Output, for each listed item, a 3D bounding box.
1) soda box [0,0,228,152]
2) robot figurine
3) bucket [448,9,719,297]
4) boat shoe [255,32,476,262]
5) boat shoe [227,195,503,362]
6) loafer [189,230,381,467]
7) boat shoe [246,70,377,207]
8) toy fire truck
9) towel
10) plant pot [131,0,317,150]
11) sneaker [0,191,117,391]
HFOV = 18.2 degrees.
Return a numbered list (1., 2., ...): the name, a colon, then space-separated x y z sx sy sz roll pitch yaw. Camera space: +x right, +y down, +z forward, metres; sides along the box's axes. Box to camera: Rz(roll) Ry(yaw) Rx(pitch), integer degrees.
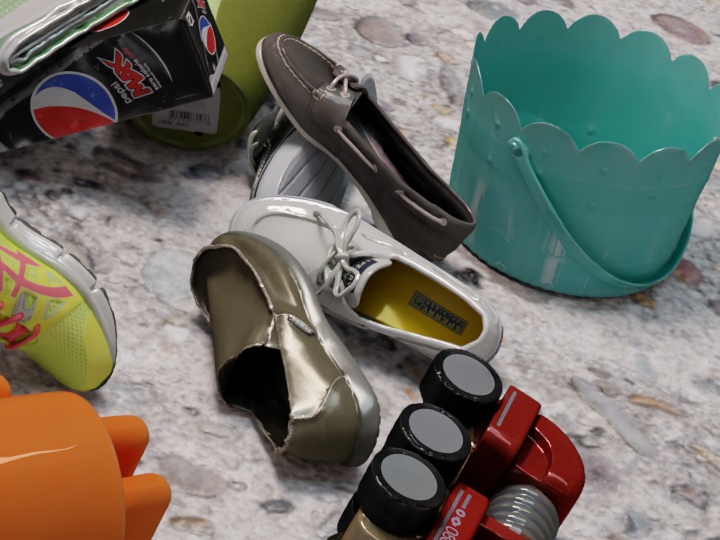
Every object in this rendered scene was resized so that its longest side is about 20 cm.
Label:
1. soda box: -0.196 -0.137 1.548 0.198 0.064 0.071 -13 29 16
2. robot figurine: -0.202 0.127 1.186 0.198 0.145 0.116 -5 3 -30
3. bucket: 0.162 -0.084 1.640 0.205 0.136 0.208 10 33 -7
4. boat shoe: 0.008 -0.093 1.567 0.201 0.057 0.067 52 33 -10
5. boat shoe: -0.002 0.005 1.473 0.201 0.075 0.086 29 -5 11
6. loafer: -0.060 0.045 1.407 0.069 0.076 0.200 -4 38 -35
7. boat shoe: -0.047 -0.081 1.622 0.070 0.073 0.200 1 29 21
8. toy fire truck: 0.098 0.150 1.293 0.199 0.129 0.176 32 34 3
9. towel: -0.243 -0.209 1.568 0.149 0.031 0.199 -35 42 -24
10. plant pot: -0.116 -0.194 1.671 0.185 0.188 0.201 11 51 -8
11. sneaker: -0.230 0.009 1.345 0.200 0.078 0.091 48 47 -16
